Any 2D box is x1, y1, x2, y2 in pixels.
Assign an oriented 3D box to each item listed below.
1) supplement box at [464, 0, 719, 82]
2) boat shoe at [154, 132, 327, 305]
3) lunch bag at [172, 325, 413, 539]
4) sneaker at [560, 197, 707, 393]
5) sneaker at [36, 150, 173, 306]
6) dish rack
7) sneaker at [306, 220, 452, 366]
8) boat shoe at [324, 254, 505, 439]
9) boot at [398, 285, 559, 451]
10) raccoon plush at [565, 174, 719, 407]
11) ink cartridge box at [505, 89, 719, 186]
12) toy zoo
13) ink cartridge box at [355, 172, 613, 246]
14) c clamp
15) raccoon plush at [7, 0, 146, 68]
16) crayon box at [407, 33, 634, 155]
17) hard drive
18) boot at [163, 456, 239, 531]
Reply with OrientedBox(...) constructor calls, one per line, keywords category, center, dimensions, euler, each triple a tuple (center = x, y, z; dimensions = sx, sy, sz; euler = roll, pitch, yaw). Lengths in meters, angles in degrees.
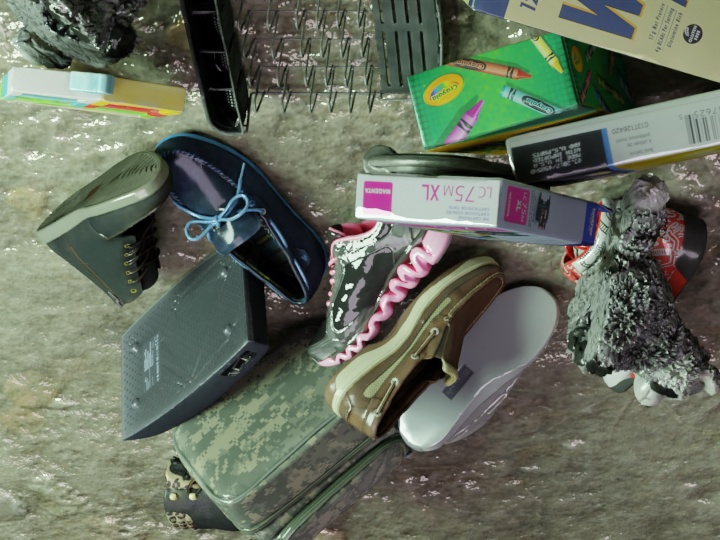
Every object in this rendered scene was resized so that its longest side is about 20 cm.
OrientedBox(category="supplement box", center=(0.176, -0.220, 0.966), dimensions=(0.199, 0.200, 0.135), euler=(15, 105, -5))
OrientedBox(category="boat shoe", center=(-0.103, -0.046, 1.299), dimensions=(0.200, 0.069, 0.084), euler=(36, 129, -22))
OrientedBox(category="lunch bag", center=(-0.054, 0.178, 1.420), dimensions=(0.200, 0.139, 0.168), euler=(-40, 136, -8))
OrientedBox(category="sneaker", center=(0.224, 0.020, 1.306), dimensions=(0.108, 0.067, 0.202), euler=(15, 131, -3))
OrientedBox(category="sneaker", center=(-0.200, -0.036, 1.299), dimensions=(0.106, 0.075, 0.200), euler=(47, 147, -19))
OrientedBox(category="dish rack", center=(-0.034, -0.185, 1.165), dimensions=(0.199, 0.055, 0.154), euler=(0, 134, 10))
OrientedBox(category="sneaker", center=(0.000, 0.000, 1.319), dimensions=(0.095, 0.079, 0.200), euler=(35, 115, -8))
OrientedBox(category="boat shoe", center=(0.065, 0.074, 1.311), dimensions=(0.202, 0.075, 0.075), euler=(-43, 149, -7))
OrientedBox(category="boot", center=(0.121, 0.093, 1.399), dimensions=(0.200, 0.096, 0.074), euler=(-45, 73, 14))
OrientedBox(category="raccoon plush", center=(0.262, 0.029, 1.215), dimensions=(0.134, 0.097, 0.200), euler=(11, 128, -13))
OrientedBox(category="ink cartridge box", center=(0.230, -0.101, 1.110), dimensions=(0.197, 0.200, 0.047), euler=(-13, 87, 20))
OrientedBox(category="toy zoo", center=(-0.214, -0.140, 1.149), dimensions=(0.131, 0.200, 0.021), euler=(5, 93, -18))
OrientedBox(category="ink cartridge box", center=(0.098, -0.044, 1.096), dimensions=(0.119, 0.042, 0.200), euler=(5, -178, 33))
OrientedBox(category="c clamp", center=(0.063, -0.074, 1.166), dimensions=(0.170, 0.027, 0.200), euler=(8, 178, 17))
OrientedBox(category="raccoon plush", center=(-0.215, -0.240, 1.138), dimensions=(0.097, 0.134, 0.200), euler=(39, 163, -33))
OrientedBox(category="crayon box", center=(0.127, -0.130, 1.098), dimensions=(0.118, 0.200, 0.058), euler=(-14, 88, 23))
OrientedBox(category="hard drive", center=(-0.159, 0.070, 1.381), dimensions=(0.042, 0.135, 0.200), euler=(23, 134, -35))
OrientedBox(category="boot", center=(-0.136, 0.226, 1.567), dimensions=(0.150, 0.073, 0.200), euler=(4, 139, 6))
